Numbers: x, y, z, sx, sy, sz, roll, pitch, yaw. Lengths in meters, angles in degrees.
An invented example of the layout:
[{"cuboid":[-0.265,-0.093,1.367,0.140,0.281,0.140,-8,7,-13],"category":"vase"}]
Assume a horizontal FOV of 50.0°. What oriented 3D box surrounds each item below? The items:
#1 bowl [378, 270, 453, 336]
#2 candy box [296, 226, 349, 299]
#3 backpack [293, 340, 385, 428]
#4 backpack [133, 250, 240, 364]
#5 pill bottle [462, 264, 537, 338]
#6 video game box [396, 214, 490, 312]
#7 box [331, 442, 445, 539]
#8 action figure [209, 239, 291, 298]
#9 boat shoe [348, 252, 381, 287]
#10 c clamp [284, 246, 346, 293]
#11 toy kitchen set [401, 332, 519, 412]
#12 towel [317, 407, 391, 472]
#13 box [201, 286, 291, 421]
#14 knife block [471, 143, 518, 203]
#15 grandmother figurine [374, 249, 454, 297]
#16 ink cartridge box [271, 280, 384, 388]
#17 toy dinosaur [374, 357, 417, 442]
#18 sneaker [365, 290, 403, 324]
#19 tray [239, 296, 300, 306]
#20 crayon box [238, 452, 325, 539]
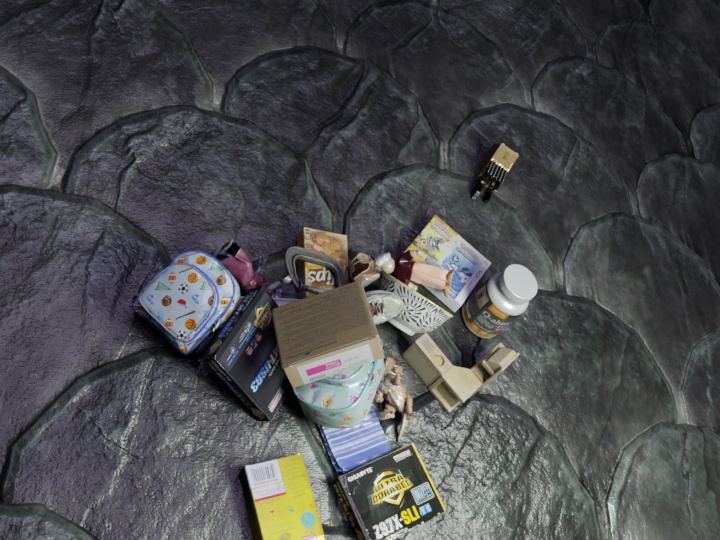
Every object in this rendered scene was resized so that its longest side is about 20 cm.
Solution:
[{"cuboid":[0.110,0.091,1.814,0.200,0.201,0.095,33,91,-4],"category":"bowl"},{"cuboid":[-0.088,0.004,1.819,0.114,0.055,0.202,10,57,-23],"category":"candy box"},{"cuboid":[-0.048,0.220,1.617,0.174,0.154,0.202,11,60,16],"category":"backpack"},{"cuboid":[-0.347,0.056,1.578,0.200,0.154,0.191,42,76,2],"category":"backpack"},{"cuboid":[0.341,0.075,1.892,0.115,0.200,0.118,11,56,-18],"category":"pill bottle"},{"cuboid":[0.218,-0.021,1.989,0.200,0.047,0.182,40,50,1],"category":"video game box"},{"cuboid":[0.060,0.473,1.613,0.198,0.049,0.161,-15,70,-32],"category":"box"},{"cuboid":[-0.246,0.028,1.698,0.149,0.134,0.200,-47,113,-7],"category":"action figure"},{"cuboid":[0.000,0.000,1.798,0.075,0.200,0.072,-34,93,6],"category":"boat shoe"},{"cuboid":[-0.086,0.027,1.733,0.199,0.027,0.173,21,50,-34],"category":"c clamp"},{"cuboid":[0.247,0.185,1.804,0.199,0.163,0.181,-33,79,-37],"category":"toy kitchen set"},{"cuboid":[-0.026,0.326,1.675,0.144,0.024,0.202,-13,67,-32],"category":"towel"},{"cuboid":[-0.208,0.174,1.607,0.199,0.049,0.201,54,47,-27],"category":"box"},{"cuboid":[0.375,-0.276,2.219,0.064,0.176,0.200,33,7,-4],"category":"knife block"},{"cuboid":[0.127,0.000,1.892,0.198,0.123,0.061,14,26,9],"category":"grandmother figurine"},{"cuboid":[-0.067,0.126,1.547,0.198,0.076,0.166,-18,45,0],"category":"ink cartridge box"},{"cuboid":[0.079,0.272,1.729,0.085,0.136,0.202,-21,93,8],"category":"toy dinosaur"},{"cuboid":[0.006,0.093,1.689,0.198,0.082,0.079,-11,99,-21],"category":"sneaker"},{"cuboid":[-0.186,0.113,1.705,0.198,0.022,0.109,4,96,-24],"category":"tray"},{"cuboid":[-0.152,0.472,1.508,0.126,0.051,0.202,-5,63,-28],"category":"crayon box"}]
